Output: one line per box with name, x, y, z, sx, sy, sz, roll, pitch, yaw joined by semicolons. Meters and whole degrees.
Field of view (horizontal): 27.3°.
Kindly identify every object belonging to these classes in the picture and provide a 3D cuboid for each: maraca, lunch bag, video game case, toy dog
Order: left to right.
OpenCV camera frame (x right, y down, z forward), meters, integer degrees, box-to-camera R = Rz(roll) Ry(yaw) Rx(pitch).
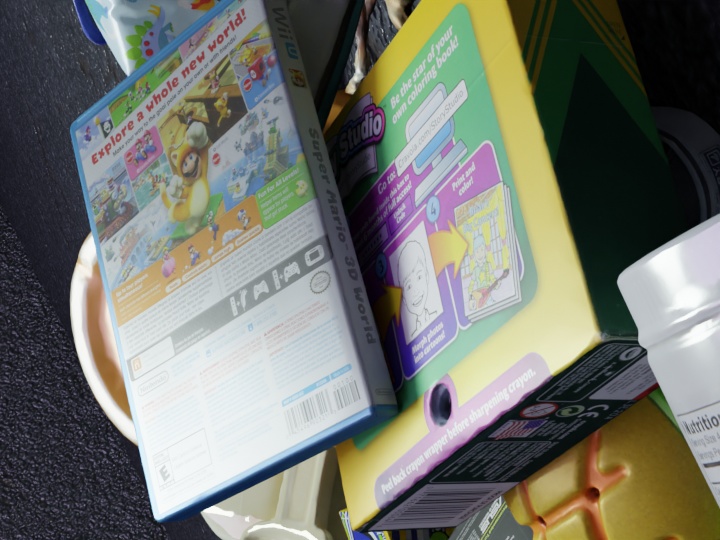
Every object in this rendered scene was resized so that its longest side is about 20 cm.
lunch bag;-0.154;-0.245;1.039;0.200;0.127;0.170;-117;9;-60
video game case;-0.063;-0.007;0.650;0.143;0.018;0.201;-31;67;38
toy dog;-0.004;0.167;1.012;0.194;0.200;0.140;-14;64;40
maraca;0.128;0.091;0.624;0.200;0.107;0.137;41;157;39

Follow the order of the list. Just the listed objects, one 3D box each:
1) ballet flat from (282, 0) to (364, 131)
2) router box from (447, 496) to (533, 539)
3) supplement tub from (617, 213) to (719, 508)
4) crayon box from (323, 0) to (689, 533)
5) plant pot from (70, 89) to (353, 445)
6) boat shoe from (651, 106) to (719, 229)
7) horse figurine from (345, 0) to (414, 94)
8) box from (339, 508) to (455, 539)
ballet flat;-0.016;-0.153;0.664;0.069;0.069;0.200;47;122;48
router box;0.069;0.215;0.730;0.200;0.062;0.150;-60;24;13
supplement tub;0.171;0.063;0.409;0.200;0.132;0.132;65;163;8
crayon box;0.044;-0.009;0.596;0.200;0.058;0.173;-48;47;53
plant pot;-0.043;0.014;0.783;0.200;0.183;0.201;14;112;39
boat shoe;0.084;-0.034;0.656;0.200;0.068;0.072;20;131;67
horse figurine;0.016;-0.144;0.740;0.200;0.050;0.133;-132;36;-59
box;0.059;0.223;0.870;0.064;0.070;0.201;-25;84;66
